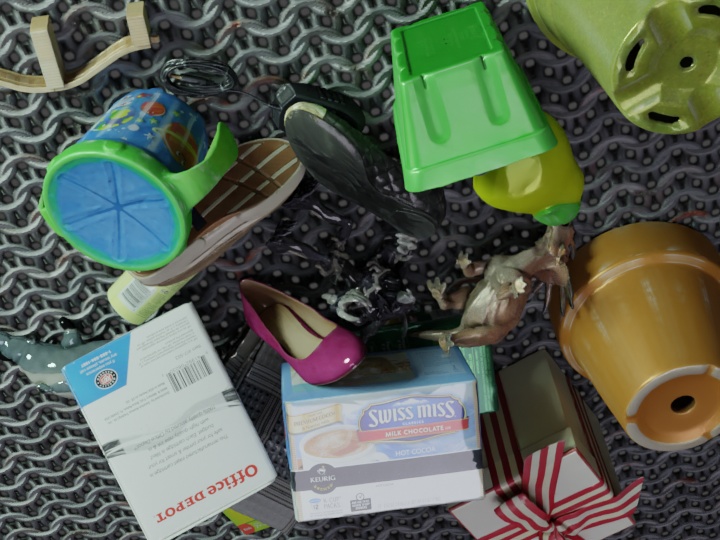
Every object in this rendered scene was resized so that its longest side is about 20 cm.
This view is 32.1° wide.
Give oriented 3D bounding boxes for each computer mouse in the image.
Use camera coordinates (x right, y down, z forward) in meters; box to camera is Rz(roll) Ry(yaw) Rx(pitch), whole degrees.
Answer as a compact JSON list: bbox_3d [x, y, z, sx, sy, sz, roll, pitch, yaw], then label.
[{"bbox_3d":[-0.089,-0.163,1.170,0.198,0.034,0.059,16,136,-18],"label":"computer mouse"}]

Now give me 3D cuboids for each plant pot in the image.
[{"bbox_3d":[0.255,-0.220,1.068,0.198,0.185,0.202,-4,130,-5],"label":"plant pot"},{"bbox_3d":[0.315,0.083,1.328,0.198,0.184,0.201,-4,131,-4],"label":"plant pot"}]

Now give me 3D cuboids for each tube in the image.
[{"bbox_3d":[-0.174,-0.026,1.267,0.200,0.052,0.058,-43,162,20],"label":"tube"}]

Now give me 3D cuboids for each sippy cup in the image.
[{"bbox_3d":[-0.201,-0.092,1.138,0.176,0.131,0.140,16,134,2],"label":"sippy cup"}]

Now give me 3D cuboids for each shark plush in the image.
[{"bbox_3d":[-0.317,0.086,1.352,0.199,0.091,0.084,21,107,2],"label":"shark plush"}]

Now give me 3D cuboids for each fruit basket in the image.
[{"bbox_3d":[0.111,-0.119,1.122,0.154,0.216,0.217,-16,130,6],"label":"fruit basket"}]

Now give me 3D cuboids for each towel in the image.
[{"bbox_3d":[-0.100,0.177,1.387,0.200,0.034,0.193,35,84,-33],"label":"towel"}]

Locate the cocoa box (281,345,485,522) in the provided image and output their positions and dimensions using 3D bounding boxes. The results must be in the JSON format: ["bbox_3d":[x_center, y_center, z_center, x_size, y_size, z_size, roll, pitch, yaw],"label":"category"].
[{"bbox_3d":[0.020,0.163,1.299,0.198,0.133,0.132,-6,104,-3],"label":"cocoa box"}]

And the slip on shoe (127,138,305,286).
[{"bbox_3d":[-0.136,-0.051,1.206,0.200,0.076,0.061,-40,156,-2],"label":"slip on shoe"}]

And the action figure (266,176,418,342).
[{"bbox_3d":[0.000,0.000,1.264,0.200,0.102,0.119,38,72,-25],"label":"action figure"}]

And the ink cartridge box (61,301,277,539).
[{"bbox_3d":[-0.194,0.154,1.281,0.146,0.086,0.201,-27,93,-9],"label":"ink cartridge box"}]

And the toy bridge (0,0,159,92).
[{"bbox_3d":[-0.278,-0.194,1.121,0.198,0.027,0.068,-8,133,-1],"label":"toy bridge"}]

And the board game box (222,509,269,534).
[{"bbox_3d":[-0.146,0.221,1.455,0.101,0.048,0.200,-22,126,23],"label":"board game box"}]

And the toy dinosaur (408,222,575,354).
[{"bbox_3d":[0.148,0.033,1.309,0.135,0.086,0.200,11,131,-49],"label":"toy dinosaur"}]

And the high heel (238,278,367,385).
[{"bbox_3d":[-0.066,0.057,1.260,0.067,0.200,0.096,-45,111,-20],"label":"high heel"}]

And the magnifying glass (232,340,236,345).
[{"bbox_3d":[-0.100,0.153,1.438,0.079,0.022,0.201,-14,128,10],"label":"magnifying glass"}]

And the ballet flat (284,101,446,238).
[{"bbox_3d":[0.004,-0.099,1.193,0.200,0.057,0.066,36,136,-30],"label":"ballet flat"}]

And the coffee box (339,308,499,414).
[{"bbox_3d":[0.048,0.109,1.380,0.198,0.044,0.124,-10,108,-3],"label":"coffee box"}]

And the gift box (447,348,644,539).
[{"bbox_3d":[0.203,0.219,1.427,0.199,0.188,0.184,-32,127,20],"label":"gift box"}]
